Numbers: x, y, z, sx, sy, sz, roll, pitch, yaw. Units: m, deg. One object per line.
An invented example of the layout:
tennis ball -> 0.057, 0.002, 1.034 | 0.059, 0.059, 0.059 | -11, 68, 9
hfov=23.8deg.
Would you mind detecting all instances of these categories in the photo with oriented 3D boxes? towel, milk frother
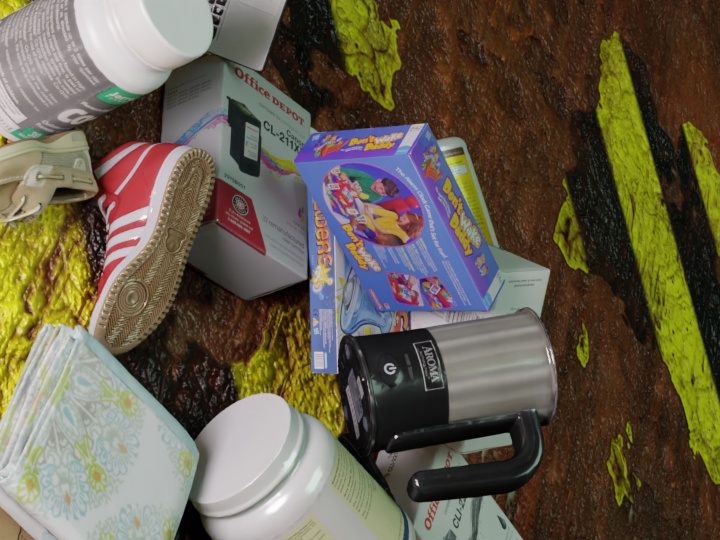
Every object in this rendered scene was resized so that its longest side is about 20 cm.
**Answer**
towel -> -0.217, 0.162, 1.400 | 0.200, 0.048, 0.171 | 50, 39, -32
milk frother -> 0.077, 0.143, 1.671 | 0.188, 0.200, 0.181 | -7, 82, -14

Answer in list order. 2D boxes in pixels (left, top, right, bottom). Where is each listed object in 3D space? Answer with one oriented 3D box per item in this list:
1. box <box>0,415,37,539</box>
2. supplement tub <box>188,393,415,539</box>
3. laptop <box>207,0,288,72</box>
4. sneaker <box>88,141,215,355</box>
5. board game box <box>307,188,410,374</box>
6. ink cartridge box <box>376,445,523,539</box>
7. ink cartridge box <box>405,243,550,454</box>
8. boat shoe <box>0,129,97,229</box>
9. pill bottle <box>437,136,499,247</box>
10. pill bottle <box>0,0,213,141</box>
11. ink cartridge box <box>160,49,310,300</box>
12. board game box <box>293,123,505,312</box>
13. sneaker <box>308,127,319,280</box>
box -> -0.252, 0.195, 1.392 | 0.164, 0.021, 0.200 | 57, 33, -23
supplement tub -> -0.057, 0.221, 1.566 | 0.200, 0.145, 0.145 | 50, 37, -31
laptop -> -0.165, -0.304, 1.596 | 0.116, 0.200, 0.188 | -39, 151, -74
sneaker -> -0.213, -0.025, 1.544 | 0.071, 0.112, 0.200 | 34, 77, -48
board game box -> 0.000, 0.000, 1.733 | 0.135, 0.034, 0.201 | -4, 93, -55
ink cartridge box -> 0.089, 0.293, 1.815 | 0.200, 0.084, 0.144 | 54, 35, -25
ink cartridge box -> 0.101, 0.073, 1.790 | 0.085, 0.144, 0.201 | -2, 109, -44
boat shoe -> -0.286, -0.071, 1.438 | 0.200, 0.072, 0.065 | -27, 95, -64
pill bottle -> 0.098, -0.046, 1.989 | 0.109, 0.109, 0.201 | -13, 85, -59
pill bottle -> -0.231, -0.191, 1.460 | 0.113, 0.200, 0.113 | 33, 48, -44
ink cartridge box -> -0.124, -0.095, 1.690 | 0.146, 0.083, 0.200 | 34, 47, -45
board game box -> 0.039, -0.046, 1.642 | 0.045, 0.134, 0.200 | -59, 134, -37
sneaker -> -0.048, -0.060, 1.792 | 0.079, 0.078, 0.200 | 30, 39, -66
